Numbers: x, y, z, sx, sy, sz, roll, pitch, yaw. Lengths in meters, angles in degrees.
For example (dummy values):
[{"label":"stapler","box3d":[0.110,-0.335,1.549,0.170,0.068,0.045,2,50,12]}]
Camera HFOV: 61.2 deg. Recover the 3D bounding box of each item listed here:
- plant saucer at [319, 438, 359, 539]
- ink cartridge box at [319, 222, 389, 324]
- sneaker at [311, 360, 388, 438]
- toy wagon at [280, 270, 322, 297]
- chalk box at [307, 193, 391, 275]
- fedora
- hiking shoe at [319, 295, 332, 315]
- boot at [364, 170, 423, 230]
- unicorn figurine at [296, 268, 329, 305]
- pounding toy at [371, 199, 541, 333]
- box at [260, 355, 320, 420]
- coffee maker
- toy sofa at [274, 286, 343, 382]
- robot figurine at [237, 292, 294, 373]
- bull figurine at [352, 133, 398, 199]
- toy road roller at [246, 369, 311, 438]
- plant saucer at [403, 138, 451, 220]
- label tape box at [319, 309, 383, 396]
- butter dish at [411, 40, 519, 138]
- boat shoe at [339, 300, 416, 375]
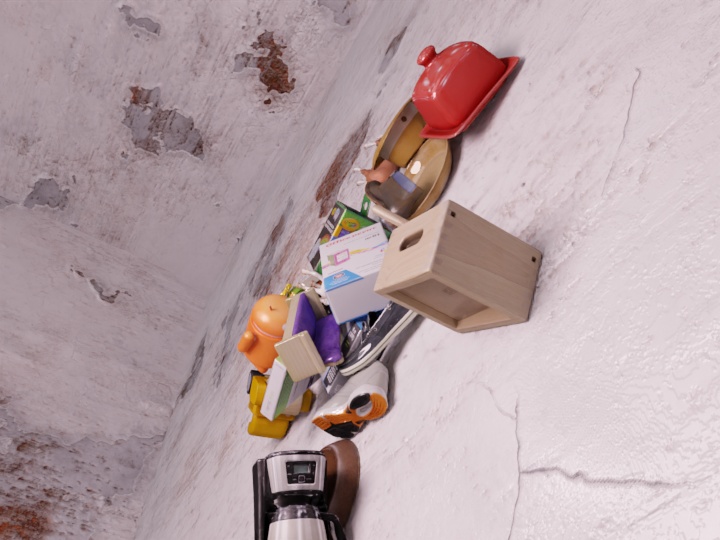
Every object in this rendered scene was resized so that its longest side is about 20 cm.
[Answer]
[{"label":"plant saucer","box3d":[-0.065,0.388,1.060,0.201,0.034,0.201,-52,22,31]},{"label":"ink cartridge box","box3d":[0.000,0.000,1.196,0.143,0.085,0.201,-20,26,3]},{"label":"sneaker","box3d":[-0.011,0.228,1.077,0.200,0.075,0.093,-37,23,41]},{"label":"toy wagon","box3d":[-0.132,0.069,1.461,0.156,0.039,0.200,-55,-18,4]},{"label":"chalk box","box3d":[-0.017,-0.075,1.383,0.202,0.123,0.125,-61,18,8]},{"label":"fedora","box3d":[0.105,-0.293,1.350,0.202,0.081,0.201,-56,-4,-6]},{"label":"hiking shoe","box3d":[-0.108,0.151,1.424,0.101,0.075,0.201,-60,3,40]},{"label":"boot","box3d":[0.071,-0.159,1.241,0.097,0.074,0.201,-47,30,15]},{"label":"unicorn figurine","box3d":[-0.070,0.049,1.327,0.200,0.136,0.075,5,-77,-72]},{"label":"pounding toy","box3d":[0.114,-0.017,0.851,0.200,0.183,0.144,-24,43,63]},{"label":"box","box3d":[-0.119,0.196,1.239,0.200,0.036,0.146,-36,-30,-54]},{"label":"coffee maker","box3d":[-0.118,0.397,0.945,0.191,0.134,0.202,-32,50,38]},{"label":"toy sofa","box3d":[-0.089,0.107,1.114,0.097,0.084,0.200,-22,20,8]},{"label":"robot figurine","box3d":[-0.198,0.138,1.358,0.117,0.142,0.201,-102,28,-50]},{"label":"bull figurine","box3d":[0.046,-0.250,1.494,0.121,0.065,0.202,20,75,39]},{"label":"toy road roller","box3d":[-0.197,0.315,1.387,0.200,0.121,0.148,177,104,-72]},{"label":"plant saucer","box3d":[0.132,-0.182,1.245,0.201,0.035,0.201,-54,21,31]},{"label":"label tape box","box3d":[-0.008,0.133,1.178,0.202,0.066,0.143,-64,18,7]},{"label":"butter dish","box3d":[0.168,-0.367,1.170,0.200,0.148,0.200,-49,19,1]},{"label":"boat shoe","box3d":[0.028,0.102,1.056,0.200,0.062,0.075,-47,0,13]}]
